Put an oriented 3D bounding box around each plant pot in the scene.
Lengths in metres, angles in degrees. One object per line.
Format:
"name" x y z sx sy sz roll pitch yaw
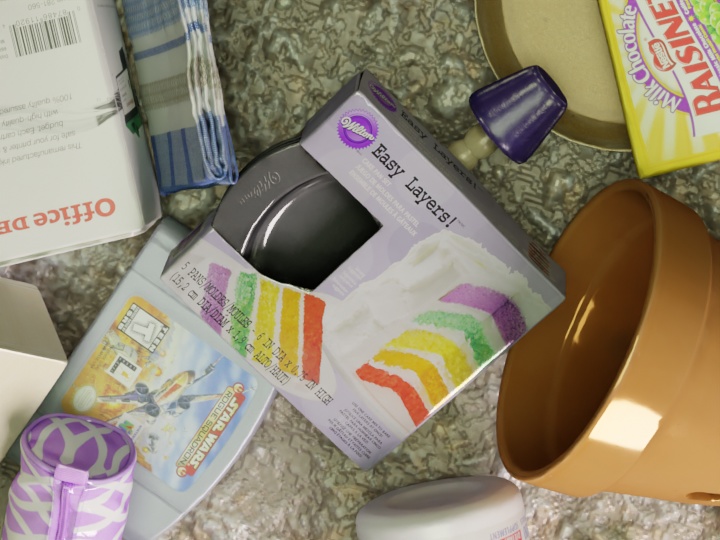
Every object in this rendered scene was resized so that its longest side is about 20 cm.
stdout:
"plant pot" 0.173 -0.178 1.343 0.199 0.027 0.201 1 96 5
"plant pot" 0.192 0.060 1.296 0.139 0.200 0.201 22 98 -14

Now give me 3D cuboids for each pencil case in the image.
"pencil case" -0.202 0.193 1.364 0.084 0.086 0.201 14 114 5

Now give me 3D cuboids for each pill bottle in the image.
"pill bottle" 0.067 0.244 1.358 0.112 0.112 0.201 -10 96 6

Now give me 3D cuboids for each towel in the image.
"towel" -0.125 -0.148 1.314 0.024 0.147 0.201 -12 94 -21

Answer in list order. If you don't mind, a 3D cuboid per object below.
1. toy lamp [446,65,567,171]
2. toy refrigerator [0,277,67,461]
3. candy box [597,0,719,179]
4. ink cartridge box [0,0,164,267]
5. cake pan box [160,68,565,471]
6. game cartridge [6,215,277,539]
"toy lamp" 0.048 -0.058 1.339 0.200 0.058 0.058 -40 92 17
"toy refrigerator" -0.272 0.101 1.354 0.070 0.076 0.200 15 122 -39
"candy box" 0.203 -0.166 1.316 0.102 0.026 0.201 -13 95 9
"ink cartridge box" -0.223 -0.110 1.354 0.145 0.084 0.201 -12 96 6
"cake pan box" 0.000 0.000 1.311 0.184 0.052 0.200 -41 103 16
"game cartridge" -0.132 0.081 1.395 0.133 0.042 0.200 35 98 4
